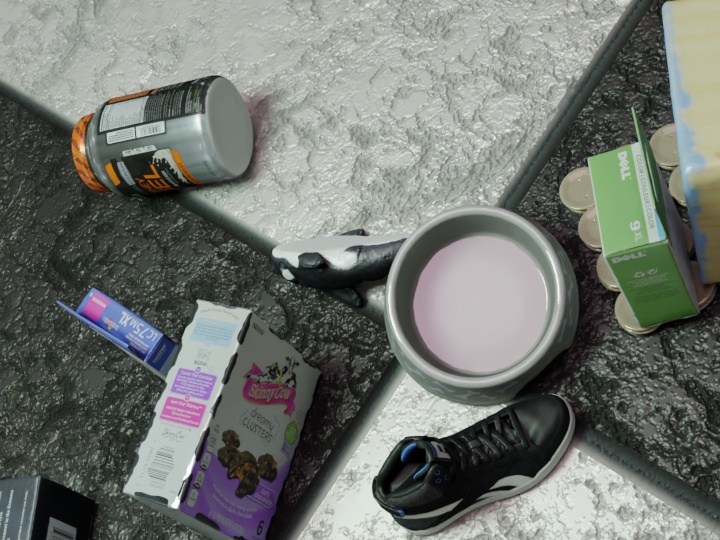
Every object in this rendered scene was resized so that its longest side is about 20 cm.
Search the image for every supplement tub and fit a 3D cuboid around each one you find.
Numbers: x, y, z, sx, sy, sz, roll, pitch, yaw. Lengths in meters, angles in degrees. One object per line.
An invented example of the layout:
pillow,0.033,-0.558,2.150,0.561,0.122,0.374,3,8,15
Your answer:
supplement tub,-0.239,-0.157,1.449,0.197,0.123,0.124,-8,61,24

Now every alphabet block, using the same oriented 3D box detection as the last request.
alphabet block,0.381,-0.125,1.056,0.197,0.197,0.198,-8,61,17

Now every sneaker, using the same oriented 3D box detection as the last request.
sneaker,0.102,0.170,1.109,0.199,0.112,0.073,-35,55,6

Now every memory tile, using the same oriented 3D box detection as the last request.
memory tile,0.293,-0.044,1.182,0.152,0.017,0.202,-27,55,13

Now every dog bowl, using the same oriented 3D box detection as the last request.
dog bowl,0.114,0.029,1.175,0.197,0.059,0.203,-3,78,12

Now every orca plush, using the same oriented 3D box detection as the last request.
orca plush,0.000,0.000,1.299,0.197,0.072,0.105,-9,16,11

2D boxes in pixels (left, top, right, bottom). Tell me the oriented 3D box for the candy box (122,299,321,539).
candy box,-0.131,0.157,1.202,0.071,0.168,0.202,8,69,29

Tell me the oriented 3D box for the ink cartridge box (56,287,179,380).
ink cartridge box,-0.219,0.083,1.265,0.119,0.200,0.042,28,80,34

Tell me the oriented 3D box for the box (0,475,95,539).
box,-0.403,0.313,1.300,0.197,0.104,0.150,-9,61,24

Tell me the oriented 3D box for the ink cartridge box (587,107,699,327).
ink cartridge box,0.246,-0.041,1.070,0.059,0.200,0.105,-14,58,19
